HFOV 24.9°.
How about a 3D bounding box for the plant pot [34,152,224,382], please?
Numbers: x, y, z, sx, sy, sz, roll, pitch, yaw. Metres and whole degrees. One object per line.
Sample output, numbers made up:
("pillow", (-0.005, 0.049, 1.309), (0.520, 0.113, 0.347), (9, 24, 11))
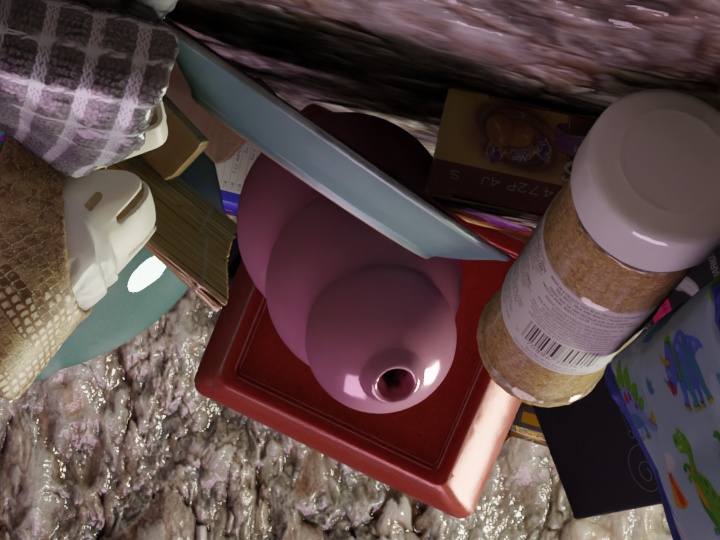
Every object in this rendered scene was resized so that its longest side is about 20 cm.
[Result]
("plant pot", (-0.152, -0.049, 0.950), (0.133, 0.202, 0.200), (-15, -175, -10))

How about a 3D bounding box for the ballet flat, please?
("ballet flat", (-0.110, -0.043, 0.640), (0.065, 0.202, 0.071), (-3, 147, 5))

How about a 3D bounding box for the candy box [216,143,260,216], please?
("candy box", (-0.139, -0.089, 1.154), (0.198, 0.078, 0.169), (14, 178, -22))

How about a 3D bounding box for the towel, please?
("towel", (-0.141, -0.088, 0.511), (0.164, 0.086, 0.200), (14, 180, -12))

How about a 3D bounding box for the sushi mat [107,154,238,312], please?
("sushi mat", (-0.133, -0.064, 0.730), (0.200, 0.012, 0.096), (40, -162, -14))

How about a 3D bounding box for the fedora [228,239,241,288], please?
("fedora", (-0.016, -0.006, 1.188), (0.199, 0.091, 0.177), (-21, -160, 36))

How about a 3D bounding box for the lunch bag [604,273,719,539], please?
("lunch bag", (0.219, 0.031, 0.655), (0.198, 0.129, 0.170), (-19, 170, -9))

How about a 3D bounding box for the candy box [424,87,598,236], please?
("candy box", (0.106, -0.045, 0.857), (0.115, 0.057, 0.200), (13, -179, 9))

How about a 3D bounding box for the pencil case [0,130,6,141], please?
("pencil case", (-0.237, -0.105, 0.814), (0.198, 0.093, 0.085), (11, 155, 2))

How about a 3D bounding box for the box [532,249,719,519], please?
("box", (0.184, 0.050, 0.871), (0.105, 0.123, 0.200), (-18, 175, -30))

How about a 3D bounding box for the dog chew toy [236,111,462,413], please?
("dog chew toy", (0.000, 0.000, 0.881), (0.123, 0.125, 0.201), (13, -151, -20))

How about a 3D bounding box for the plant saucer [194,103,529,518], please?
("plant saucer", (0.013, 0.027, 1.003), (0.198, 0.202, 0.037), (24, -171, 8))

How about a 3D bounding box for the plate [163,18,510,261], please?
("plate", (-0.017, -0.053, 0.763), (0.199, 0.026, 0.200), (35, -177, -2))

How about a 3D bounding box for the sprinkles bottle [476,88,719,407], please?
("sprinkles bottle", (0.103, -0.002, 0.711), (0.068, 0.069, 0.200), (13, 155, -5))

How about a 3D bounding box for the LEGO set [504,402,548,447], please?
("LEGO set", (0.104, 0.013, 1.080), (0.115, 0.202, 0.154), (14, -159, 21))

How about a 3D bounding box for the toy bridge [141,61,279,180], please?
("toy bridge", (-0.085, -0.088, 0.842), (0.067, 0.027, 0.200), (46, -166, 0))
